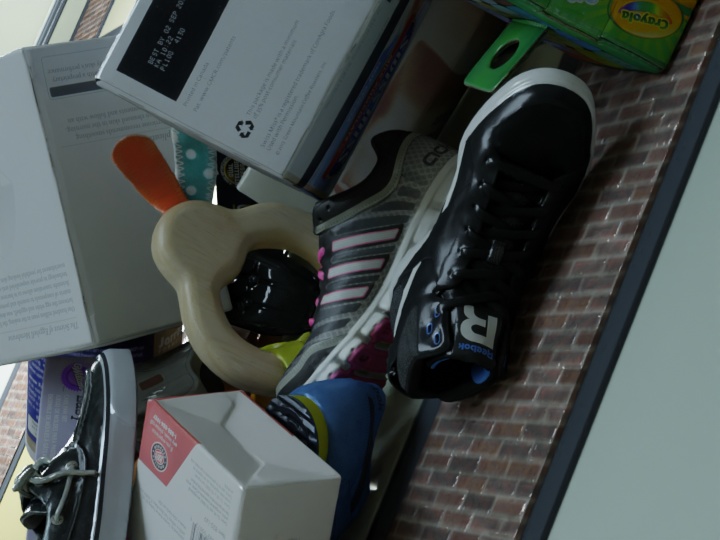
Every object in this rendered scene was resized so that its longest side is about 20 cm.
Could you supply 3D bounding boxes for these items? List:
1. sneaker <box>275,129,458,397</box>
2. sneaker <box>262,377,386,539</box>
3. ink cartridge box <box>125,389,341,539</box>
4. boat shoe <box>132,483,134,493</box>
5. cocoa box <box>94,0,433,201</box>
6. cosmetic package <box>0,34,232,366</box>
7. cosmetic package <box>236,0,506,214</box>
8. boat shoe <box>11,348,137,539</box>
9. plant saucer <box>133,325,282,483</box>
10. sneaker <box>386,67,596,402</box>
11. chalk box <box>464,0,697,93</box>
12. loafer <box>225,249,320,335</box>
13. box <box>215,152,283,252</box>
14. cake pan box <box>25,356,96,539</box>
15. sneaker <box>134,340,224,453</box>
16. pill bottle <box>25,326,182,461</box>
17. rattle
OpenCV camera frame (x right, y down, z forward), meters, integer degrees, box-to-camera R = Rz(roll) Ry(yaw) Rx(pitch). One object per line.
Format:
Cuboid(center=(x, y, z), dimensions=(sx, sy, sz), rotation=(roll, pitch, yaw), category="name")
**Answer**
Cuboid(center=(0.000, 0.000, 1.431), dimensions=(0.200, 0.087, 0.074), rotation=(-58, -25, 8), category="sneaker")
Cuboid(center=(-0.030, 0.153, 1.411), dimensions=(0.066, 0.078, 0.200), rotation=(38, 123, 36), category="sneaker")
Cuboid(center=(-0.082, 0.184, 1.360), dimensions=(0.116, 0.067, 0.200), rotation=(37, 123, 49), category="ink cartridge box")
Cuboid(center=(-0.164, 0.230, 1.503), dimensions=(0.063, 0.073, 0.200), rotation=(-35, 39, 51), category="boat shoe")
Cuboid(center=(-0.041, -0.161, 1.408), dimensions=(0.200, 0.133, 0.131), rotation=(-62, -11, 1), category="cocoa box")
Cuboid(center=(-0.209, -0.044, 1.636), dimensions=(0.199, 0.123, 0.200), rotation=(-11, 92, 51), category="cosmetic package")
Cuboid(center=(0.015, -0.120, 1.545), dimensions=(0.200, 0.087, 0.103), rotation=(-59, -8, 20), category="cosmetic package")
Cuboid(center=(-0.169, 0.135, 1.385), dimensions=(0.074, 0.068, 0.200), rotation=(115, 161, -66), category="boat shoe")
Cuboid(center=(-0.124, 0.107, 1.698), dimensions=(0.200, 0.037, 0.200), rotation=(-54, 6, 9), category="plant saucer")
Cuboid(center=(0.075, -0.005, 1.289), dimensions=(0.112, 0.073, 0.200), rotation=(-89, 20, -48), category="sneaker")
Cuboid(center=(0.119, -0.184, 1.309), dimensions=(0.200, 0.124, 0.125), rotation=(-65, 17, 2), category="chalk box")
Cuboid(center=(-0.093, 0.006, 1.672), dimensions=(0.200, 0.070, 0.068), rotation=(22, 92, 49), category="loafer")
Cuboid(center=(-0.077, -0.087, 1.787), dimensions=(0.200, 0.049, 0.161), rotation=(-87, -4, -52), category="box")
Cuboid(center=(-0.208, 0.185, 1.689), dimensions=(0.184, 0.052, 0.200), rotation=(103, 170, -52), category="cake pan box")
Cuboid(center=(-0.112, 0.114, 1.540), dimensions=(0.075, 0.106, 0.200), rotation=(-25, 12, 1), category="sneaker")
Cuboid(center=(-0.195, 0.051, 1.819), dimensions=(0.120, 0.120, 0.200), rotation=(-100, 14, -63), category="pill bottle")
Cuboid(center=(-0.087, 0.005, 1.528), dimensions=(0.130, 0.200, 0.143), rotation=(-51, -2, -10), category="rattle")
